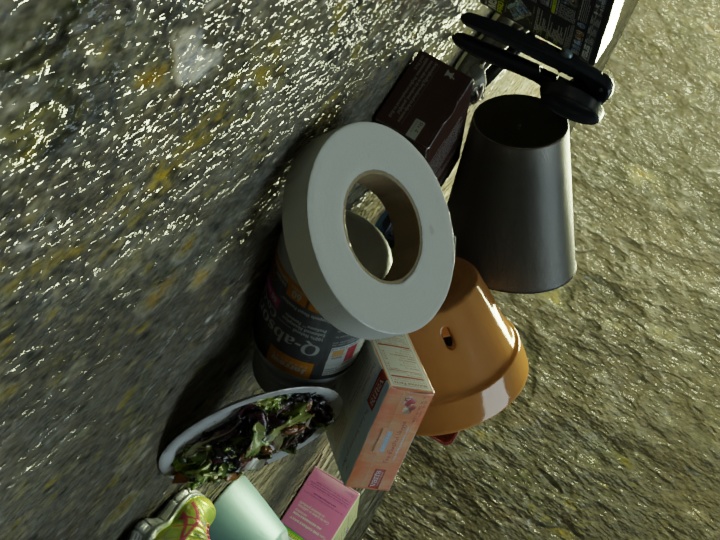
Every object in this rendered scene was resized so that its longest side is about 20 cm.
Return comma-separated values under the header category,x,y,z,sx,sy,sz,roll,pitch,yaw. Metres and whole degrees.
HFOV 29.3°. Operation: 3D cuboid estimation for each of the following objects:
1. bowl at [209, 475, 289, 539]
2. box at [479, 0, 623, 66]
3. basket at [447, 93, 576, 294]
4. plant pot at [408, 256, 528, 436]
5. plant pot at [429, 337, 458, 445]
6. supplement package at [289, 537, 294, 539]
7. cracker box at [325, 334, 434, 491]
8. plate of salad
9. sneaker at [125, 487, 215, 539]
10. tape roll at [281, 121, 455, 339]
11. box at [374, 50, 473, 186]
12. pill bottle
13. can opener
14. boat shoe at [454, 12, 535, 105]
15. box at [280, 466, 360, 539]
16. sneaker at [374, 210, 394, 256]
category,x,y,z,sx,sy,sz,roll,pitch,yaw
bowl,-0.164,0.381,1.797,0.202,0.104,0.201,-57,168,-18
box,0.215,-0.324,1.530,0.044,0.159,0.200,-55,168,-14
basket,0.179,-0.095,1.636,0.136,0.179,0.201,-59,157,-46
plant pot,0.087,0.076,1.620,0.200,0.198,0.141,-50,132,-44
plant pot,0.104,0.129,2.207,0.201,0.199,0.176,-61,-179,8
supplement package,-0.139,0.478,2.051,0.153,0.150,0.200,-58,170,-5
cracker box,0.005,0.118,1.472,0.201,0.057,0.135,-113,-140,-52
plate of salad,-0.107,0.176,1.400,0.198,0.048,0.201,-18,154,-9
sneaker,-0.190,0.300,1.478,0.079,0.090,0.200,-64,171,15
tape roll,0.011,-0.037,1.282,0.037,0.204,0.203,-14,-154,42
box,0.066,-0.147,1.544,0.101,0.075,0.200,-56,171,-18
pill bottle,-0.045,0.041,1.389,0.117,0.116,0.201,-50,166,-43
can opener,0.200,-0.240,1.579,0.064,0.199,0.079,-59,179,24
boat shoe,0.158,-0.256,1.728,0.201,0.057,0.067,-55,169,-26
box,-0.093,0.470,2.410,0.201,0.096,0.176,-57,170,-20
sneaker,0.000,0.000,1.670,0.066,0.078,0.202,9,110,-47
